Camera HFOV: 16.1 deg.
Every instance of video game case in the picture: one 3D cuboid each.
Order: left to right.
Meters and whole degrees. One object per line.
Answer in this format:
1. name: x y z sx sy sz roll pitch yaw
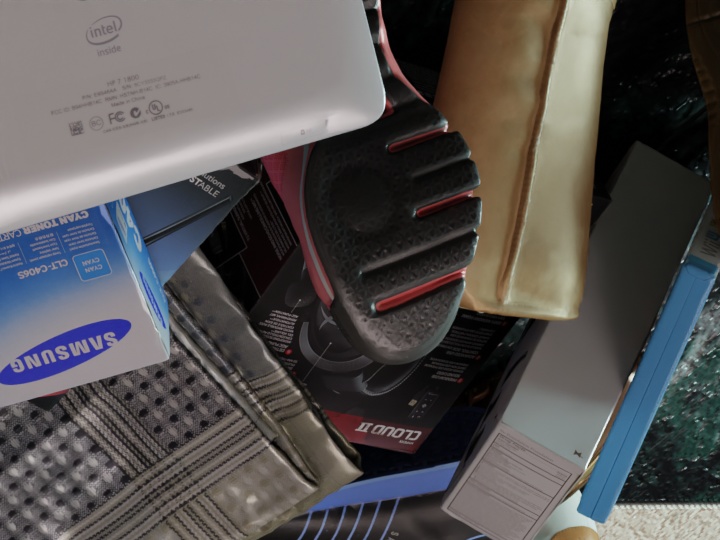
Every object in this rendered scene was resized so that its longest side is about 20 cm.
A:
1. video game case: 0.157 0.019 1.253 0.018 0.200 0.144 24 118 6

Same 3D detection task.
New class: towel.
1. towel: -0.128 0.071 1.178 0.200 0.035 0.193 -34 102 17

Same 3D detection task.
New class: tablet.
1. tablet: -0.096 -0.091 0.930 0.199 0.014 0.131 -17 97 -18

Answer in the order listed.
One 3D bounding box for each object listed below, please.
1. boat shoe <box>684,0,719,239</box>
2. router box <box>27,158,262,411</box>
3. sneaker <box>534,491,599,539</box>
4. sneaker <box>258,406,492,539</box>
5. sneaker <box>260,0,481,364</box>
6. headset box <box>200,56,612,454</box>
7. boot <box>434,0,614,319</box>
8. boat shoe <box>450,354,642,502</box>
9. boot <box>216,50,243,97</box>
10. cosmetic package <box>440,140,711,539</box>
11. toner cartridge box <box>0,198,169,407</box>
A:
1. boat shoe: 0.191 -0.092 1.179 0.074 0.201 0.066 1 174 17
2. router box: -0.162 -0.051 1.055 0.200 0.062 0.150 32 114 -25
3. sneaker: 0.044 0.189 1.445 0.199 0.085 0.073 -29 142 5
4. sneaker: -0.014 0.128 1.321 0.199 0.070 0.078 -8 121 9
5. sneaker: -0.009 -0.055 1.034 0.073 0.201 0.087 -14 169 -19
6. headset box: 0.000 0.000 1.228 0.148 0.077 0.200 13 127 -36
7. boot: 0.045 -0.084 1.089 0.175 0.066 0.201 7 98 -32
8. boat shoe: 0.066 0.099 1.370 0.200 0.072 0.067 -40 140 19
9. boot: -0.145 -0.130 0.956 0.199 0.176 0.066 0 155 -31
10. cosmetic package: 0.106 0.034 1.231 0.051 0.200 0.083 31 139 -1
11. toner cartridge box: -0.186 0.016 1.033 0.199 0.043 0.095 -16 126 5
